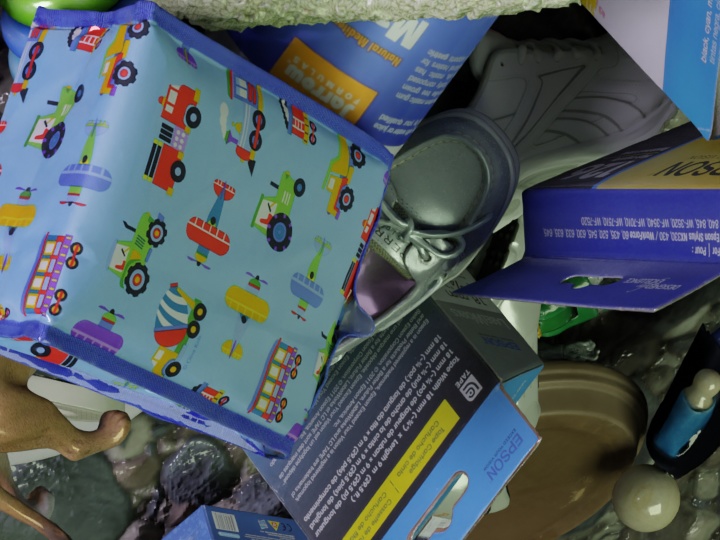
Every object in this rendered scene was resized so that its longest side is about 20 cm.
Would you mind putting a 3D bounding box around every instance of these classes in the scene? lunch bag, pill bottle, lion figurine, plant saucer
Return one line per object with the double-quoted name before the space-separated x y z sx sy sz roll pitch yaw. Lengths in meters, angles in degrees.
"lunch bag" -0.066 -0.010 1.282 0.200 0.094 0.151 26 77 -37
"pill bottle" -0.005 -0.119 1.379 0.112 0.112 0.200 17 116 -44
"lion figurine" -0.160 0.024 1.300 0.072 0.201 0.122 -15 155 33
"plant saucer" 0.078 0.121 1.697 0.200 0.030 0.200 -15 148 -9

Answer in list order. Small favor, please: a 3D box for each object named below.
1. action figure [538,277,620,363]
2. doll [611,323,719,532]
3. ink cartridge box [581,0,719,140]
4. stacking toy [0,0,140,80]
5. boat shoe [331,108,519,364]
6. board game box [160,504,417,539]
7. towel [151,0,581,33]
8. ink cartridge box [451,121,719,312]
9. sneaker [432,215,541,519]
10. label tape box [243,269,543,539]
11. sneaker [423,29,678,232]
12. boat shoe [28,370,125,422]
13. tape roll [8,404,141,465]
"action figure" 0.109 0.017 1.641 0.200 0.055 0.118 -28 143 -4
"doll" 0.205 0.062 1.686 0.200 0.048 0.136 -63 167 -7
"ink cartridge box" 0.179 -0.190 1.375 0.147 0.200 0.145 -19 136 -20
"stacking toy" -0.136 -0.138 1.304 0.085 0.085 0.200 -27 132 -11
"boat shoe" -0.002 -0.001 1.447 0.202 0.065 0.074 -39 97 23
"board game box" -0.053 0.195 1.677 0.200 0.035 0.135 13 137 -42
"towel" 0.001 -0.178 1.280 0.199 0.036 0.149 -1 104 5
"ink cartridge box" 0.164 -0.038 1.375 0.200 0.198 0.047 -21 100 -24
"sneaker" 0.066 0.042 1.584 0.080 0.074 0.201 14 97 -36
"label tape box" 0.020 0.077 1.515 0.063 0.200 0.144 13 120 -47
"sneaker" 0.088 -0.093 1.503 0.200 0.078 0.100 -33 115 -24
"boat shoe" -0.193 0.019 1.371 0.200 0.072 0.068 19 78 -37
"tape roll" -0.159 0.012 1.453 0.202 0.037 0.203 -20 137 -20
